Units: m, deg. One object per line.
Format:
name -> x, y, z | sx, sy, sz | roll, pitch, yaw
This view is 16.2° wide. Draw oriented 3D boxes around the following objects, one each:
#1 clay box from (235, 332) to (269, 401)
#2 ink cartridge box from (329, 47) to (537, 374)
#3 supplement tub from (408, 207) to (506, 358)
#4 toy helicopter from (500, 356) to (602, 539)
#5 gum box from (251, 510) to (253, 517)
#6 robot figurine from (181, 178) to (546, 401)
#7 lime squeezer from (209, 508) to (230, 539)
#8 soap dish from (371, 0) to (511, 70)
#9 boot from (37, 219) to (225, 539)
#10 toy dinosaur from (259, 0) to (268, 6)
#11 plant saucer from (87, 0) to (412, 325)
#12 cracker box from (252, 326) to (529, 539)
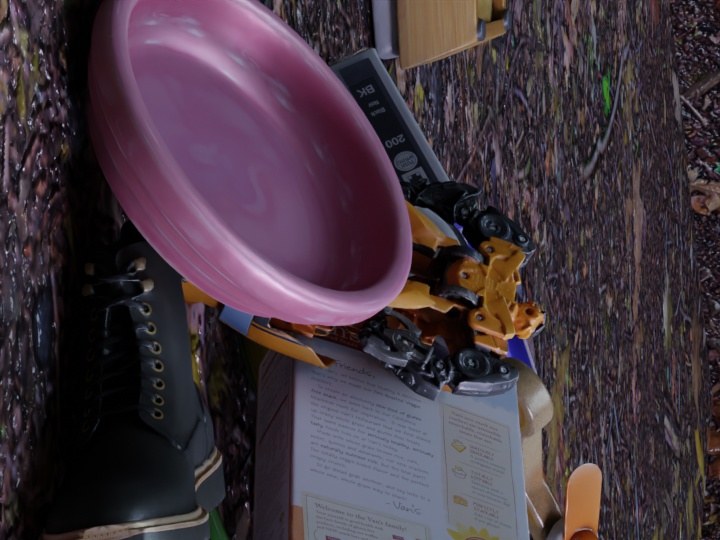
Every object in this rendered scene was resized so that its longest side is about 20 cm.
clay box -> 0.016, 0.108, 1.412 | 0.048, 0.115, 0.200 | -52, -127, 59
ink cartridge box -> 0.052, -0.020, 1.686 | 0.200, 0.043, 0.198 | 60, -4, 32
supplement tub -> 0.027, 0.052, 1.589 | 0.200, 0.122, 0.123 | 68, 25, -56
toy helicopter -> 0.097, 0.127, 1.510 | 0.079, 0.132, 0.200 | -33, 148, -21
gum box -> 0.035, 0.195, 1.492 | 0.113, 0.066, 0.200 | -37, 106, -39
robot figurine -> 0.000, 0.000, 1.322 | 0.058, 0.200, 0.145 | 120, -13, -46
lime squeezer -> -0.055, 0.182, 1.413 | 0.200, 0.038, 0.071 | 61, 30, -61
soap dish -> 0.058, -0.250, 1.838 | 0.157, 0.081, 0.201 | -31, 120, -75
boot -> -0.111, 0.053, 1.141 | 0.200, 0.077, 0.139 | -90, 173, -84
toy dinosaur -> -0.063, -0.187, 1.401 | 0.088, 0.047, 0.200 | 95, 2, -55
plant saucer -> -0.060, -0.054, 1.222 | 0.200, 0.051, 0.201 | 38, 31, -27
cracker box -> 0.015, 0.116, 1.300 | 0.200, 0.134, 0.058 | -90, -156, -51
